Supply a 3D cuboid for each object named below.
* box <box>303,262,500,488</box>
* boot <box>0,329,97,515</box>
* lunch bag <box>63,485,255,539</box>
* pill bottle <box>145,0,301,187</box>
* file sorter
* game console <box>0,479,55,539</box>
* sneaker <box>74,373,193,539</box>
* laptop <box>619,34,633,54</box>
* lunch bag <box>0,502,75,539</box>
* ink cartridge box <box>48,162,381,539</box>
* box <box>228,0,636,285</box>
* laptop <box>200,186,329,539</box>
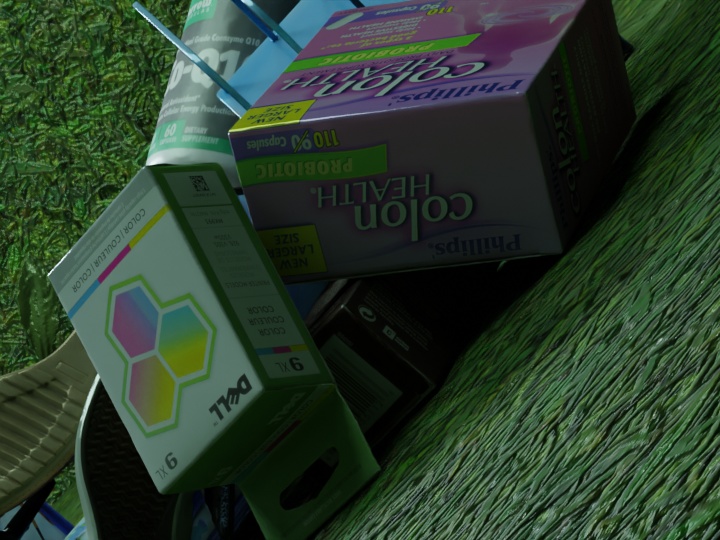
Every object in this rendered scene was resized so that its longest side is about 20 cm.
[{"bbox_3d":[0.010,0.035,1.539,0.100,0.075,0.200,-47,6,27],"label":"box"},{"bbox_3d":[-0.164,0.097,1.625,0.200,0.072,0.166,-50,-24,-13],"label":"boot"},{"bbox_3d":[-0.127,0.164,1.696,0.161,0.082,0.200,-46,5,42],"label":"lunch bag"},{"bbox_3d":[-0.073,-0.138,1.847,0.113,0.113,0.201,140,146,-64],"label":"pill bottle"},{"bbox_3d":[-0.023,-0.184,1.677,0.200,0.123,0.139,-47,40,0],"label":"file sorter"},{"bbox_3d":[-0.223,0.252,1.613,0.116,0.176,0.200,8,-59,-53],"label":"game console"},{"bbox_3d":[-0.132,0.138,1.547,0.085,0.072,0.201,117,157,-78],"label":"sneaker"},{"bbox_3d":[0.078,-0.121,1.978,0.187,0.116,0.201,48,126,49],"label":"laptop"},{"bbox_3d":[-0.271,0.224,1.797,0.170,0.200,0.124,-43,2,42],"label":"lunch bag"},{"bbox_3d":[-0.080,0.052,1.424,0.059,0.200,0.104,-6,-30,-47],"label":"ink cartridge box"},{"bbox_3d":[0.046,-0.083,1.515,0.175,0.097,0.200,-6,23,22],"label":"box"},{"bbox_3d":[-0.045,0.046,1.570,0.200,0.103,0.178,-132,43,-73],"label":"laptop"}]
